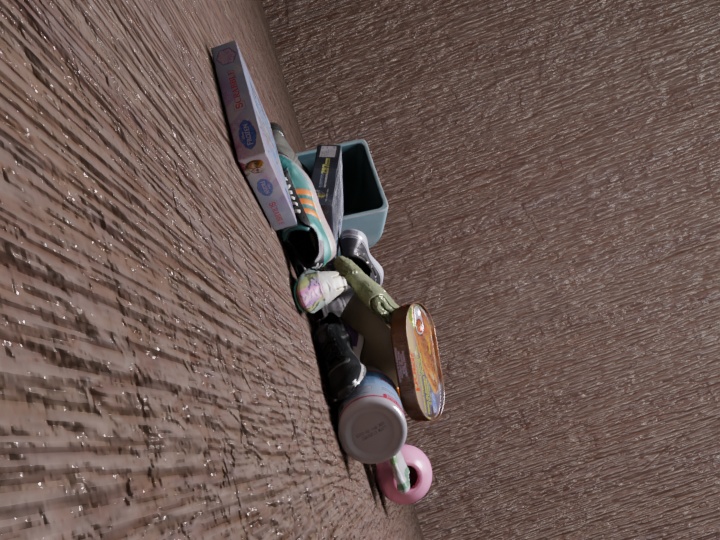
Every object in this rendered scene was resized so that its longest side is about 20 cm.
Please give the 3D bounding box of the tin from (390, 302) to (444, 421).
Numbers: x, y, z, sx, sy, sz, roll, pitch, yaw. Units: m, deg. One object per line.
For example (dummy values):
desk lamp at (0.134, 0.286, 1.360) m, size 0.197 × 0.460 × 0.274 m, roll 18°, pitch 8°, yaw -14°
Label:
tin at (0.097, 0.156, 1.286) m, size 0.112 × 0.041 × 0.202 m, roll 6°, pitch 74°, yaw -63°

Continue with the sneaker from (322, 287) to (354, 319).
sneaker at (-0.026, 0.075, 1.602) m, size 0.200 × 0.114 × 0.074 m, roll 89°, pitch -19°, yaw -88°

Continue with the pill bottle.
pill bottle at (0.014, 0.228, 1.241) m, size 0.200 × 0.108 × 0.110 m, roll -103°, pitch 175°, yaw -78°

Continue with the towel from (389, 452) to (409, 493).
towel at (0.062, 0.330, 1.509) m, size 0.149 × 0.030 × 0.202 m, roll 71°, pitch 3°, yaw -89°

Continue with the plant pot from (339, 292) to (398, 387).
plant pot at (0.020, 0.154, 1.419) m, size 0.200 × 0.134 × 0.200 m, roll 45°, pitch 3°, yaw -3°

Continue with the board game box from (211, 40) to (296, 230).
board game box at (-0.154, -0.192, 1.105) m, size 0.200 × 0.041 × 0.201 m, roll 72°, pitch 1°, yaw -64°

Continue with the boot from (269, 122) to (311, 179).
boot at (-0.125, -0.157, 1.351) m, size 0.201 × 0.067 × 0.131 m, roll 60°, pitch 5°, yaw -47°

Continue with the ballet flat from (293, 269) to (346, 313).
ballet flat at (-0.059, 0.027, 1.241) m, size 0.200 × 0.070 × 0.070 m, roll -17°, pitch 94°, yaw -83°

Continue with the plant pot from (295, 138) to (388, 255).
plant pot at (-0.056, -0.131, 1.640) m, size 0.201 × 0.194 × 0.198 m, roll 87°, pitch -12°, yaw -59°

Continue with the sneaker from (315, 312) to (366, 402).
sneaker at (-0.046, 0.138, 1.240) m, size 0.088 × 0.076 × 0.200 m, roll 47°, pitch 13°, yaw -16°

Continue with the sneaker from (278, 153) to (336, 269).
sneaker at (-0.106, -0.095, 1.222) m, size 0.201 × 0.071 × 0.080 m, roll 61°, pitch 23°, yaw -6°

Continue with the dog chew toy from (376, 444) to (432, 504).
dog chew toy at (0.089, 0.446, 1.681) m, size 0.200 × 0.123 × 0.126 m, roll 141°, pitch -68°, yaw -82°

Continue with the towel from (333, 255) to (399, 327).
towel at (0.036, 0.054, 1.360) m, size 0.200 × 0.036 × 0.148 m, roll 41°, pitch 5°, yaw -47°

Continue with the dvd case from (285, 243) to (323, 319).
dvd case at (-0.110, -0.025, 1.367) m, size 0.143 × 0.017 × 0.201 m, roll -108°, pitch 180°, yaw -46°

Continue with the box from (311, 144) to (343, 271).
box at (-0.063, -0.113, 1.386) m, size 0.201 × 0.050 × 0.159 m, roll -84°, pitch 174°, yaw -49°

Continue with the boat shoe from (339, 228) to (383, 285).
boat shoe at (0.000, 0.000, 1.442) m, size 0.201 × 0.069 × 0.067 m, roll 73°, pitch 21°, yaw -58°
